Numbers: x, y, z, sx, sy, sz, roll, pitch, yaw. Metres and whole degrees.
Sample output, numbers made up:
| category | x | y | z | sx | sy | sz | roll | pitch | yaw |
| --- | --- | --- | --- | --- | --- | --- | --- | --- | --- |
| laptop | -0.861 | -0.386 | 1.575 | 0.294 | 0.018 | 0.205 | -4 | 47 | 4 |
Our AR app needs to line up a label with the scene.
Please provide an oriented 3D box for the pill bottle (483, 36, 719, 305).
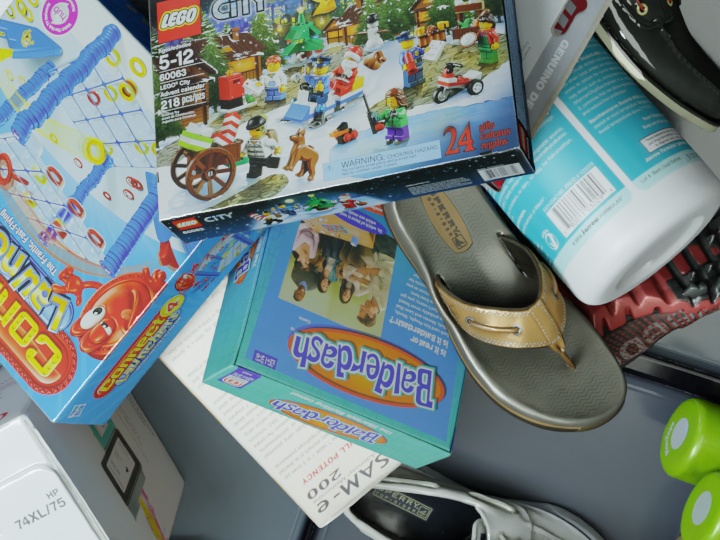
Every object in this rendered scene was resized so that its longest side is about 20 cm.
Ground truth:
| category | x | y | z | sx | sy | sz | roll | pitch | yaw |
| --- | --- | --- | --- | --- | --- | --- | --- | --- | --- |
| pill bottle | 0.117 | -0.085 | 1.267 | 0.111 | 0.111 | 0.200 | -42 | 75 | 12 |

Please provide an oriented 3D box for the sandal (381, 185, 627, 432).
| category | x | y | z | sx | sy | sz | roll | pitch | yaw |
| --- | --- | --- | --- | --- | --- | --- | --- | --- | --- |
| sandal | 0.086 | 0.010 | 1.240 | 0.082 | 0.055 | 0.200 | -31 | 86 | -19 |

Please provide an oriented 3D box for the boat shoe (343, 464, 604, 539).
| category | x | y | z | sx | sy | sz | roll | pitch | yaw |
| --- | --- | --- | --- | --- | --- | --- | --- | --- | --- |
| boat shoe | 0.078 | 0.177 | 1.388 | 0.200 | 0.066 | 0.072 | 28 | 105 | -6 |

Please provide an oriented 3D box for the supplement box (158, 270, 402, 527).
| category | x | y | z | sx | sy | sz | roll | pitch | yaw |
| --- | --- | --- | --- | --- | --- | --- | --- | --- | --- |
| supplement box | -0.062 | 0.050 | 1.323 | 0.074 | 0.126 | 0.200 | -40 | 101 | 12 |

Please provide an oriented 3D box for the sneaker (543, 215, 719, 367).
| category | x | y | z | sx | sy | sz | roll | pitch | yaw |
| --- | --- | --- | --- | --- | --- | --- | --- | --- | --- |
| sneaker | 0.163 | 0.024 | 1.338 | 0.200 | 0.071 | 0.098 | -18 | 150 | -15 |

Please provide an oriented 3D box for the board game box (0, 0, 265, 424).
| category | x | y | z | sx | sy | sz | roll | pitch | yaw |
| --- | --- | --- | --- | --- | --- | --- | --- | --- | --- |
| board game box | -0.167 | -0.047 | 1.233 | 0.200 | 0.056 | 0.196 | 45 | 104 | 21 |

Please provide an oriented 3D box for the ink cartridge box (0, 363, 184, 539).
| category | x | y | z | sx | sy | sz | roll | pitch | yaw |
| --- | --- | --- | --- | --- | --- | --- | --- | --- | --- |
| ink cartridge box | -0.217 | 0.146 | 1.316 | 0.147 | 0.200 | 0.146 | -28 | 104 | 10 |

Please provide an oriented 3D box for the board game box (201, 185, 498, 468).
| category | x | y | z | sx | sy | sz | roll | pitch | yaw |
| --- | --- | --- | --- | --- | --- | --- | --- | --- | --- |
| board game box | 0.000 | 0.000 | 1.267 | 0.152 | 0.045 | 0.200 | 25 | 62 | -23 |

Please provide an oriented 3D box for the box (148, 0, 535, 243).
| category | x | y | z | sx | sy | sz | roll | pitch | yaw |
| --- | --- | --- | --- | --- | --- | --- | --- | --- | --- |
| box | -0.013 | -0.101 | 1.124 | 0.200 | 0.038 | 0.137 | -11 | 69 | 15 |

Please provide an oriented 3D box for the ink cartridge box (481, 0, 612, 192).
| category | x | y | z | sx | sy | sz | roll | pitch | yaw |
| --- | --- | --- | --- | --- | --- | --- | --- | --- | --- |
| ink cartridge box | 0.080 | -0.157 | 1.183 | 0.176 | 0.084 | 0.200 | 29 | 86 | 32 |

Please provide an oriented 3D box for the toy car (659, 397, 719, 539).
| category | x | y | z | sx | sy | sz | roll | pitch | yaw |
| --- | --- | --- | --- | --- | --- | --- | --- | --- | --- |
| toy car | 0.246 | 0.211 | 1.360 | 0.164 | 0.158 | 0.200 | 22 | 117 | -15 |

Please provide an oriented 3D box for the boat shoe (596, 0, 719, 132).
| category | x | y | z | sx | sy | sz | roll | pitch | yaw |
| --- | --- | --- | --- | --- | --- | --- | --- | --- | --- |
| boat shoe | 0.165 | -0.170 | 1.279 | 0.063 | 0.074 | 0.201 | -40 | 97 | 20 |
